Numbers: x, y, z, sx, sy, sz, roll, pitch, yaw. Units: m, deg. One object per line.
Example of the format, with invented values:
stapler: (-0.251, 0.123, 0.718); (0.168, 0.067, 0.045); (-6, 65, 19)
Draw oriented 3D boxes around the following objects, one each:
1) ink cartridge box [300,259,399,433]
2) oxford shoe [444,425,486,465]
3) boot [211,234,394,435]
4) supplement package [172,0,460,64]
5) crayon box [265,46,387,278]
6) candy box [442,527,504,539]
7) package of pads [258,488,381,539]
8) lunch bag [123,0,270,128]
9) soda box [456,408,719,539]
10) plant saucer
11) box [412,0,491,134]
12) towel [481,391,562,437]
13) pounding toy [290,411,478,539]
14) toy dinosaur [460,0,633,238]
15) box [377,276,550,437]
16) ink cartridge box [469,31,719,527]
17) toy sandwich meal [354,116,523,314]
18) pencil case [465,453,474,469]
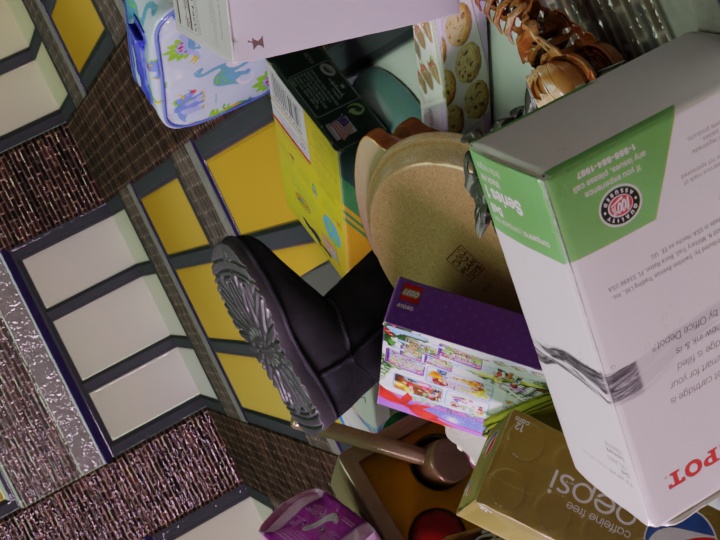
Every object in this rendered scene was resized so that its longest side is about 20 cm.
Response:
ink cartridge box: (0.013, 0.094, 1.461); (0.145, 0.084, 0.201); (52, 160, 35)
oxford shoe: (0.102, 0.129, 1.085); (0.199, 0.075, 0.058); (32, 118, 24)
boot: (0.000, 0.001, 1.078); (0.065, 0.199, 0.166); (6, 127, 56)
supplement package: (-0.037, -0.246, 0.862); (0.111, 0.154, 0.202); (-142, 41, -58)
crayon box: (-0.025, -0.089, 1.246); (0.127, 0.050, 0.201); (54, 162, 31)
candy box: (0.121, 0.237, 1.118); (0.199, 0.116, 0.057); (-26, 93, 40)
package of pads: (-0.001, 0.293, 1.242); (0.120, 0.075, 0.201); (22, 143, 58)
lunch bag: (-0.130, -0.219, 1.265); (0.083, 0.160, 0.200); (56, 164, 20)
soda box: (0.167, 0.168, 0.928); (0.199, 0.068, 0.064); (26, 161, 1)
plant saucer: (0.037, -0.074, 1.215); (0.201, 0.027, 0.201); (55, 164, 25)
box: (0.066, -0.126, 1.007); (0.039, 0.041, 0.201); (51, 160, 37)
towel: (0.163, 0.100, 0.922); (0.086, 0.018, 0.200); (31, 151, -17)
pounding toy: (0.058, 0.191, 1.286); (0.201, 0.183, 0.142); (58, 164, 16)
toy dinosaur: (0.126, -0.091, 0.831); (0.136, 0.101, 0.202); (124, 137, -56)
box: (0.111, 0.079, 0.983); (0.198, 0.039, 0.137); (17, 152, 7)
ink cartridge box: (0.158, 0.004, 0.723); (0.084, 0.145, 0.201); (33, 147, 62)
toy sandwich meal: (0.085, -0.026, 0.995); (0.204, 0.070, 0.206); (25, 138, 24)
pencil case: (0.089, 0.098, 1.231); (0.093, 0.091, 0.201); (21, -152, -53)
